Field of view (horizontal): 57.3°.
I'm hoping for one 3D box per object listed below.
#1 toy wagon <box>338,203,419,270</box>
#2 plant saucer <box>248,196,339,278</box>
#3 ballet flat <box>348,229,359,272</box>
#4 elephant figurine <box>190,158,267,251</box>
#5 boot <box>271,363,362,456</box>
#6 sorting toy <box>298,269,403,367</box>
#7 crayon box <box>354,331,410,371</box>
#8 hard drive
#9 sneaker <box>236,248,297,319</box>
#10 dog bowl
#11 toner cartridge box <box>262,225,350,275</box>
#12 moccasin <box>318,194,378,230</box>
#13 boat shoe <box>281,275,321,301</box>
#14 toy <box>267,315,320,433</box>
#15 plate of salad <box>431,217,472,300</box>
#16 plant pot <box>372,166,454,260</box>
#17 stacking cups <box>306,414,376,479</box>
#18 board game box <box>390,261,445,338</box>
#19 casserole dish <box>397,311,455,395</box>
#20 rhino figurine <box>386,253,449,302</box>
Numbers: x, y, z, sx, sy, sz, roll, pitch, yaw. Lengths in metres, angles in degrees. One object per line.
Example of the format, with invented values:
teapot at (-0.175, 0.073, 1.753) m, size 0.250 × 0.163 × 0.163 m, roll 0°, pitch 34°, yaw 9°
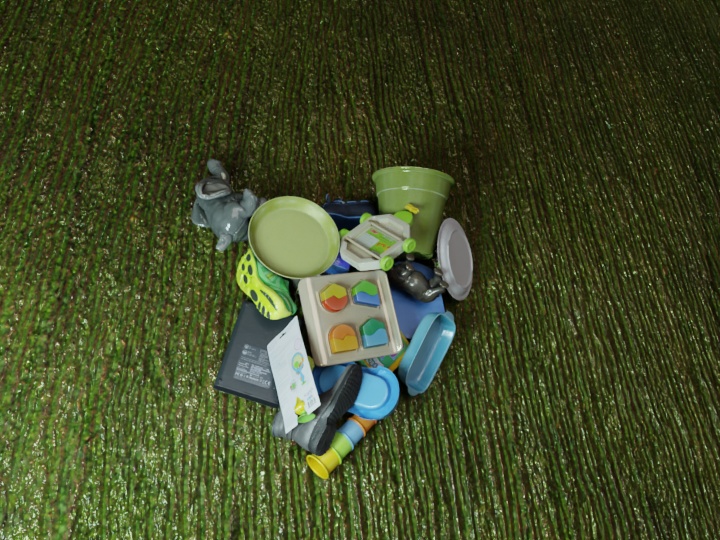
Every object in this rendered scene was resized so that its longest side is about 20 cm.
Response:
toy wagon at (0.052, -0.076, 1.451) m, size 0.200 × 0.040 × 0.155 m, roll -37°, pitch 48°, yaw -23°
plant saucer at (-0.144, -0.067, 1.422) m, size 0.200 × 0.031 × 0.200 m, roll 8°, pitch 62°, yaw -16°
ballet flat at (0.000, 0.000, 1.541) m, size 0.064 × 0.067 × 0.200 m, roll 22°, pitch 55°, yaw -40°
elephant figurine at (-0.320, -0.153, 1.475) m, size 0.200 × 0.155 × 0.142 m, roll 34°, pitch 100°, yaw 12°
boot at (-0.091, 0.256, 1.314) m, size 0.132 × 0.070 × 0.200 m, roll 18°, pitch 65°, yaw 33°
sorting toy at (-0.016, 0.093, 1.361) m, size 0.200 × 0.036 × 0.185 m, roll -7°, pitch 76°, yaw -25°
crayon box at (0.012, 0.135, 1.430) m, size 0.119 × 0.058 × 0.200 m, roll -41°, pitch 101°, yaw -28°
hard drive at (-0.209, 0.172, 1.383) m, size 0.139 × 0.033 × 0.200 m, roll 20°, pitch 59°, yaw -9°
sneaker at (-0.205, 0.034, 1.431) m, size 0.084 × 0.074 × 0.200 m, roll 10°, pitch 36°, yaw -49°
dog bowl at (-0.010, 0.243, 1.358) m, size 0.200 × 0.050 × 0.112 m, roll 13°, pitch 70°, yaw 24°
toner cartridge box at (-0.126, -0.030, 1.483) m, size 0.200 × 0.095 × 0.043 m, roll 19°, pitch 59°, yaw -9°
moccasin at (-0.055, -0.138, 1.586) m, size 0.200 × 0.080 × 0.068 m, roll 0°, pitch 59°, yaw -36°
boat shoe at (-0.109, 0.046, 1.463) m, size 0.202 × 0.072 × 0.060 m, roll 35°, pitch 53°, yaw -4°
toy at (-0.122, 0.205, 1.299) m, size 0.047 × 0.115 × 0.200 m, roll 18°, pitch 41°, yaw -37°
plate of salad at (0.222, -0.026, 1.590) m, size 0.200 × 0.048 × 0.200 m, roll 18°, pitch 68°, yaw -55°
plant pot at (0.120, -0.126, 1.573) m, size 0.200 × 0.200 × 0.190 m, roll 7°, pitch 81°, yaw -16°
stacking cups at (-0.020, 0.340, 1.353) m, size 0.200 × 0.061 × 0.061 m, roll -36°, pitch 80°, yaw -34°
board game box at (0.112, 0.075, 1.548) m, size 0.158 × 0.039 × 0.200 m, roll -2°, pitch 62°, yaw -13°
casserole dish at (0.142, 0.176, 1.449) m, size 0.039 × 0.121 × 0.200 m, roll 23°, pitch 80°, yaw 36°
rhino figurine at (0.100, 0.008, 1.507) m, size 0.200 × 0.088 × 0.060 m, roll 29°, pitch 43°, yaw 1°
